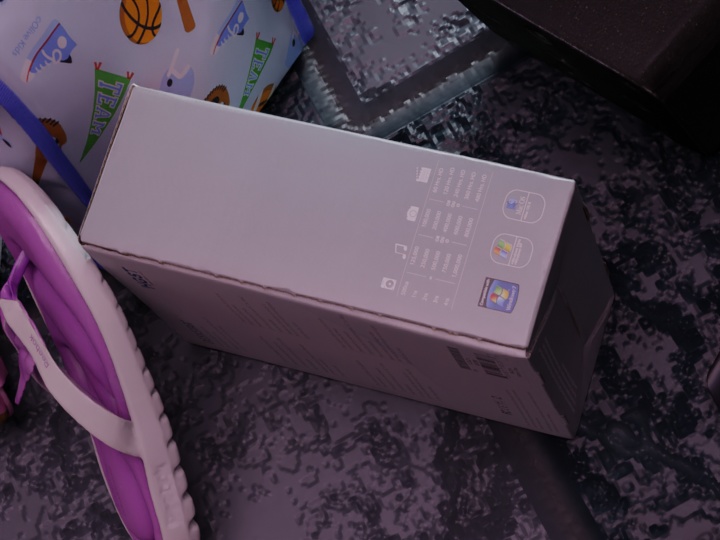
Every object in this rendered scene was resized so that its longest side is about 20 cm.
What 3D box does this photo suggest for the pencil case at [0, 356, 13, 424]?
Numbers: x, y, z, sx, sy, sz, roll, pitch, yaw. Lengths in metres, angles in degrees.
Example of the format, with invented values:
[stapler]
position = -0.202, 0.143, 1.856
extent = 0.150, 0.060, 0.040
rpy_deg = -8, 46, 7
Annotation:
[pencil case]
position = -0.266, 0.062, 0.879
extent = 0.199, 0.087, 0.083
rpy_deg = -17, 58, -18

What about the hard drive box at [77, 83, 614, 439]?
[hard drive box]
position = 0.000, 0.000, 0.834
extent = 0.199, 0.156, 0.077
rpy_deg = 13, 76, 16

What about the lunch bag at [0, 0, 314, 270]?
[lunch bag]
position = -0.125, -0.118, 0.868
extent = 0.123, 0.200, 0.170
rpy_deg = 25, 73, 19

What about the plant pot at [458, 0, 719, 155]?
[plant pot]
position = 0.134, -0.169, 0.844
extent = 0.200, 0.199, 0.178
rpy_deg = 35, 94, 21

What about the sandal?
[sandal]
position = -0.126, 0.052, 0.840
extent = 0.050, 0.082, 0.203
rpy_deg = -30, 108, -25

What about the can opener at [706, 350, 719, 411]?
[can opener]
position = 0.241, 0.084, 0.808
extent = 0.200, 0.079, 0.063
rpy_deg = 42, 47, 19

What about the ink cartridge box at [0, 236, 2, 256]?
[ink cartridge box]
position = -0.229, -0.083, 0.981
extent = 0.094, 0.037, 0.201
rpy_deg = -3, 74, 13
